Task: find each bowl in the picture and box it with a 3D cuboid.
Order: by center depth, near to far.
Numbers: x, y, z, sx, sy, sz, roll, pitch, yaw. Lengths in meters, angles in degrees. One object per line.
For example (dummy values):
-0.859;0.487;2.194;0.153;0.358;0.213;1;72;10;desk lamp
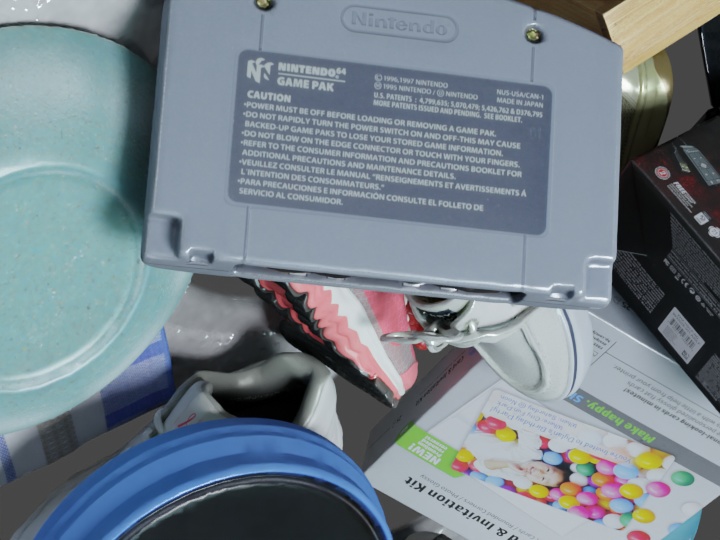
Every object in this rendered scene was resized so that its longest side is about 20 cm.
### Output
-0.072;0.167;0.943;0.200;0.039;0.201;-13;122;-23;bowl

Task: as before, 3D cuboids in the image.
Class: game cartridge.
0.012;-0.058;0.825;0.199;0.134;0.042;6;163;-9;game cartridge

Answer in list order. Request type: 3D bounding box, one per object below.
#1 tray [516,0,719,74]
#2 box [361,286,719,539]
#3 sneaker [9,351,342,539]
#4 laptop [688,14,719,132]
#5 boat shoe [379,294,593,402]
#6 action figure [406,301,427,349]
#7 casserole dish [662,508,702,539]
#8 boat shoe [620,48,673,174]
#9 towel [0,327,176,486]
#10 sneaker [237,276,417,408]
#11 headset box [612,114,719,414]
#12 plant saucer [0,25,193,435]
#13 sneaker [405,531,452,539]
0.172;-0.167;0.909;0.200;0.099;0.037;-31;122;-12;tray
0.114;0.088;1.053;0.156;0.041;0.200;30;136;-13;box
-0.095;0.096;0.961;0.200;0.078;0.099;-34;154;-25;sneaker
0.226;-0.140;1.065;0.177;0.103;0.200;-22;165;-23;laptop
0.043;0.006;0.903;0.086;0.074;0.202;-56;134;-34;boat shoe
0.058;-0.050;0.975;0.065;0.099;0.200;-20;161;-29;action figure
0.148;0.092;1.136;0.039;0.121;0.200;-29;142;-26;casserole dish
0.106;-0.035;1.020;0.063;0.073;0.201;-3;130;-21;boat shoe
-0.179;0.059;0.900;0.200;0.024;0.147;-26;142;-19;towel
0.000;0.000;0.958;0.087;0.074;0.200;-52;150;-11;sneaker
0.233;-0.016;0.973;0.200;0.149;0.075;-26;158;-33;headset box
-0.145;-0.004;0.822;0.201;0.039;0.201;-18;127;-26;plant saucer
0.069;0.206;1.239;0.087;0.075;0.200;-38;152;-16;sneaker
